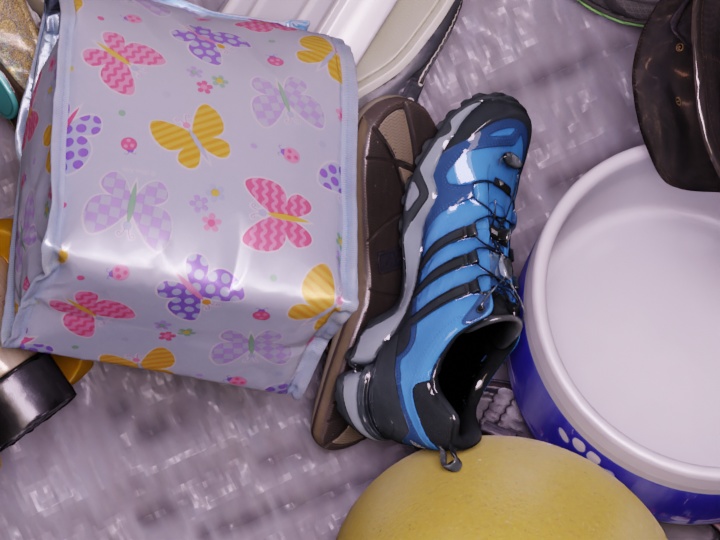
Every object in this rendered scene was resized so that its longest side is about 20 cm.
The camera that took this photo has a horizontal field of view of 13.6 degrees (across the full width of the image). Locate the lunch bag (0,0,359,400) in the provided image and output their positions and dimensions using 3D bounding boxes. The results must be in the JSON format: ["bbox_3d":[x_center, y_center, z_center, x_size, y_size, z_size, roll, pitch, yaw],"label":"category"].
[{"bbox_3d":[-0.091,-0.050,1.555,0.169,0.127,0.201,10,57,-16],"label":"lunch bag"}]

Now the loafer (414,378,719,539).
[{"bbox_3d":[0.122,0.113,1.669,0.199,0.063,0.072,27,83,-3],"label":"loafer"}]

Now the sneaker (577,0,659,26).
[{"bbox_3d":[0.123,-0.206,1.691,0.200,0.084,0.077,36,82,-2],"label":"sneaker"}]

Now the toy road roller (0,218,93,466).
[{"bbox_3d":[-0.222,0.053,1.623,0.200,0.146,0.123,-37,88,28],"label":"toy road roller"}]

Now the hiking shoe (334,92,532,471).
[{"bbox_3d":[0.062,0.005,1.614,0.086,0.074,0.201,17,88,40],"label":"hiking shoe"}]

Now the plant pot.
[{"bbox_3d":[0.065,0.205,1.573,0.199,0.142,0.201,4,109,11],"label":"plant pot"}]

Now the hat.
[{"bbox_3d":[0.192,-0.095,1.610,0.081,0.200,0.202,-4,83,31],"label":"hat"}]

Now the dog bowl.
[{"bbox_3d":[0.182,0.034,1.647,0.199,0.079,0.201,4,65,-9],"label":"dog bowl"}]

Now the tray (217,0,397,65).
[{"bbox_3d":[-0.021,-0.172,1.672,0.107,0.022,0.201,25,79,38],"label":"tray"}]

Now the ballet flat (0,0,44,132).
[{"bbox_3d":[-0.167,-0.090,1.659,0.071,0.071,0.201,-33,89,-9],"label":"ballet flat"}]

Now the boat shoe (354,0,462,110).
[{"bbox_3d":[-0.003,-0.089,1.677,0.074,0.066,0.200,26,77,42],"label":"boat shoe"}]

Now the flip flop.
[{"bbox_3d":[0.000,0.000,1.656,0.081,0.057,0.201,-13,113,-45],"label":"flip flop"}]
